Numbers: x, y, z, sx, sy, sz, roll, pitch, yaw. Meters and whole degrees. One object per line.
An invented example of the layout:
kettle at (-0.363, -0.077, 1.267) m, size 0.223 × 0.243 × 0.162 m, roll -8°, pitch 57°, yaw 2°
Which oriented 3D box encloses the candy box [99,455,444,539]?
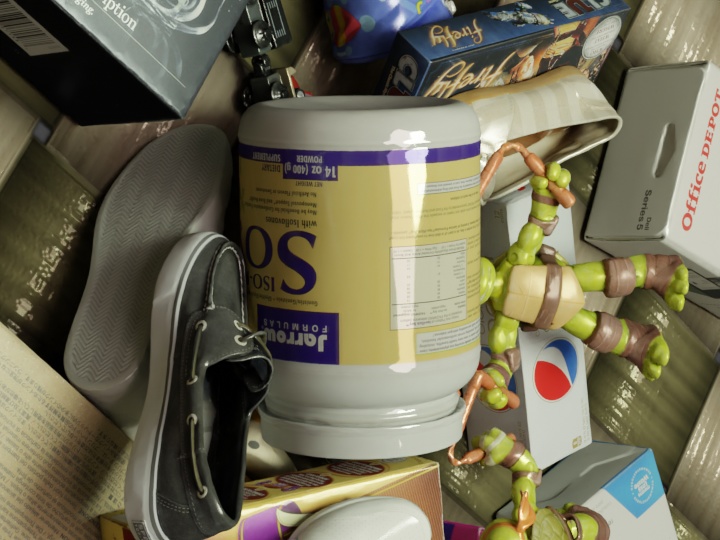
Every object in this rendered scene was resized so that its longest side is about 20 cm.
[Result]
candy box at (-0.045, 0.181, 1.126) m, size 0.199 × 0.056 × 0.117 m, roll -10°, pitch 99°, yaw -31°

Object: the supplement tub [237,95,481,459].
supplement tub at (0.000, 0.000, 1.156) m, size 0.145 × 0.145 × 0.201 m, roll -8°, pitch 102°, yaw -42°

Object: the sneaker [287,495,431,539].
sneaker at (-0.033, 0.188, 1.056) m, size 0.200 × 0.080 × 0.071 m, roll -28°, pitch 105°, yaw -28°

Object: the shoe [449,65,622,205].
shoe at (0.091, -0.083, 1.275) m, size 0.200 × 0.053 × 0.070 m, roll -25°, pitch 148°, yaw -34°

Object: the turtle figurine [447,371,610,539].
turtle figurine at (0.111, 0.168, 1.222) m, size 0.161 × 0.064 × 0.201 m, roll 26°, pitch 55°, yaw -61°

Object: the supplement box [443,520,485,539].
supplement box at (0.055, 0.274, 1.309) m, size 0.103 × 0.101 × 0.201 m, roll 26°, pitch 73°, yaw -39°

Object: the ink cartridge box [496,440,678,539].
ink cartridge box at (0.186, 0.243, 1.449) m, size 0.116 × 0.068 × 0.201 m, roll -33°, pitch 113°, yaw -36°

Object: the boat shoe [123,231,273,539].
boat shoe at (-0.079, 0.060, 1.069) m, size 0.070 × 0.066 × 0.200 m, roll 56°, pitch 33°, yaw -42°

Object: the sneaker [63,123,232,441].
sneaker at (-0.115, 0.018, 1.179) m, size 0.116 × 0.073 × 0.200 m, roll 66°, pitch 36°, yaw -50°

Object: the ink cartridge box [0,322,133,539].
ink cartridge box at (-0.230, 0.114, 1.063) m, size 0.200 × 0.075 × 0.165 m, roll 48°, pitch 62°, yaw -34°

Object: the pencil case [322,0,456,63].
pencil case at (0.009, -0.233, 1.266) m, size 0.087 × 0.078 × 0.201 m, roll -13°, pitch 102°, yaw -13°

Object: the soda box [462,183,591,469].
soda box at (0.109, 0.034, 1.354) m, size 0.064 × 0.068 × 0.201 m, roll -23°, pitch 115°, yaw -36°

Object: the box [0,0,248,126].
box at (-0.154, -0.214, 1.103) m, size 0.200 × 0.104 × 0.182 m, roll 42°, pitch 63°, yaw -35°

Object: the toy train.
toy train at (-0.049, -0.098, 1.252) m, size 0.046 × 0.034 × 0.201 m, roll -33°, pitch 112°, yaw -50°

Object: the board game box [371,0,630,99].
board game box at (0.084, -0.117, 1.315) m, size 0.200 × 0.035 × 0.136 m, roll -20°, pitch 146°, yaw -40°

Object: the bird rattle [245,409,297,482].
bird rattle at (-0.088, 0.178, 1.206) m, size 0.200 × 0.113 × 0.163 m, roll -30°, pitch 99°, yaw -24°

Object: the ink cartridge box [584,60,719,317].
ink cartridge box at (0.279, -0.056, 1.513) m, size 0.200 × 0.084 × 0.146 m, roll 27°, pitch 73°, yaw -40°

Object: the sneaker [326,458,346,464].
sneaker at (0.014, 0.059, 1.299) m, size 0.087 × 0.075 × 0.200 m, roll 87°, pitch 20°, yaw -59°

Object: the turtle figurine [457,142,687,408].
turtle figurine at (0.122, 0.025, 1.266) m, size 0.161 × 0.064 × 0.201 m, roll 11°, pitch 94°, yaw -15°
